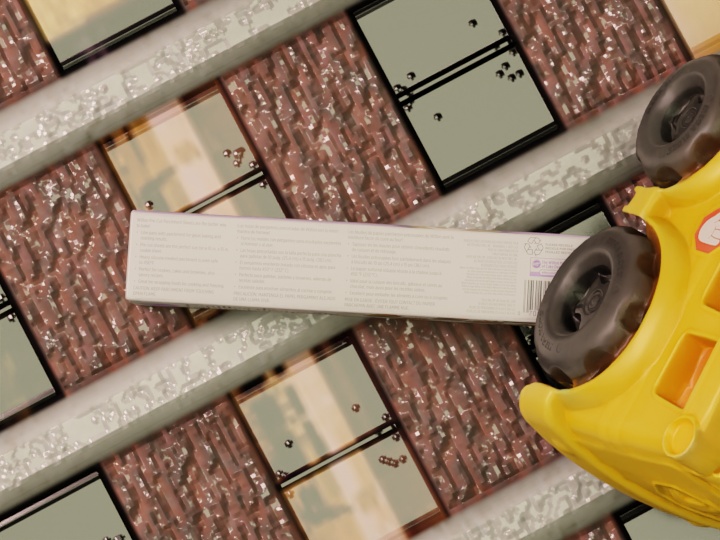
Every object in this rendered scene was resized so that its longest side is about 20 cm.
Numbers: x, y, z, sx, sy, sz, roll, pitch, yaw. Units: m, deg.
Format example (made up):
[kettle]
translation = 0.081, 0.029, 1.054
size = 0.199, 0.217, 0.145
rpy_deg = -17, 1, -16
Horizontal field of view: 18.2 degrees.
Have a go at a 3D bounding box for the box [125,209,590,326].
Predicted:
[box]
translation = 0.000, 0.000, 0.966
size = 0.199, 0.039, 0.042
rpy_deg = 2, 86, 0

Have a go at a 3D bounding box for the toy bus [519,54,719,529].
[toy bus]
translation = 0.180, 0.010, 0.876
size = 0.135, 0.192, 0.200
rpy_deg = 30, 85, -20
